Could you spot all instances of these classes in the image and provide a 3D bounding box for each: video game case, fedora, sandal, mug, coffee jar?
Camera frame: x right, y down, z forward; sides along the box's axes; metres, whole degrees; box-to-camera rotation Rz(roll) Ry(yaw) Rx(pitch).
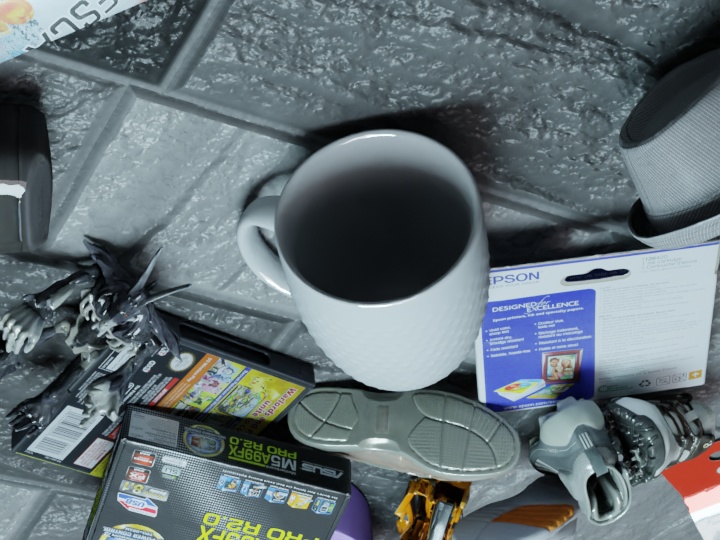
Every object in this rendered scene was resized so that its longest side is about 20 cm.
[{"bbox_3d":[-0.167,0.116,1.488,0.180,0.026,0.200,22,131,-31],"label":"video game case"},{"bbox_3d":[0.257,-0.102,1.223,0.199,0.177,0.091,-33,103,0],"label":"fedora"},{"bbox_3d":[0.157,0.228,1.540,0.079,0.060,0.206,6,-167,35],"label":"sandal"},{"bbox_3d":[0.000,0.000,1.302,0.199,0.148,0.176,16,153,18],"label":"mug"},{"bbox_3d":[-0.309,-0.063,1.200,0.198,0.086,0.105,0,138,-9],"label":"coffee jar"}]

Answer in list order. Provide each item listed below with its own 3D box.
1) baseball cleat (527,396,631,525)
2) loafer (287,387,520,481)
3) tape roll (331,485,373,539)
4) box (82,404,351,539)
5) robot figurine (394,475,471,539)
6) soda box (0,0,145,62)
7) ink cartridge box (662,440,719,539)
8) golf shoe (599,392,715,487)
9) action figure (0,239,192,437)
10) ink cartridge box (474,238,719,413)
[{"bbox_3d":[0.186,0.172,1.506,0.069,0.107,0.200,-23,162,2],"label":"baseball cleat"},{"bbox_3d":[0.038,0.140,1.508,0.198,0.072,0.063,9,159,8],"label":"loafer"},{"bbox_3d":[-0.086,0.263,1.647,0.198,0.066,0.201,-5,140,-4],"label":"tape roll"},{"bbox_3d":[-0.124,0.206,1.504,0.199,0.044,0.161,16,127,-12],"label":"box"},{"bbox_3d":[0.054,0.239,1.576,0.058,0.145,0.201,18,125,5],"label":"robot figurine"},{"bbox_3d":[-0.180,-0.191,1.079,0.199,0.069,0.064,-21,139,14],"label":"soda box"},{"bbox_3d":[0.394,0.220,1.690,0.162,0.057,0.200,-25,142,20],"label":"ink cartridge box"},{"bbox_3d":[0.258,0.132,1.513,0.094,0.078,0.200,-26,172,2],"label":"golf shoe"},{"bbox_3d":[-0.215,0.060,1.346,0.119,0.102,0.200,47,126,-10],"label":"action figure"},{"bbox_3d":[0.188,0.036,1.438,0.196,0.047,0.201,-7,139,1],"label":"ink cartridge box"}]
